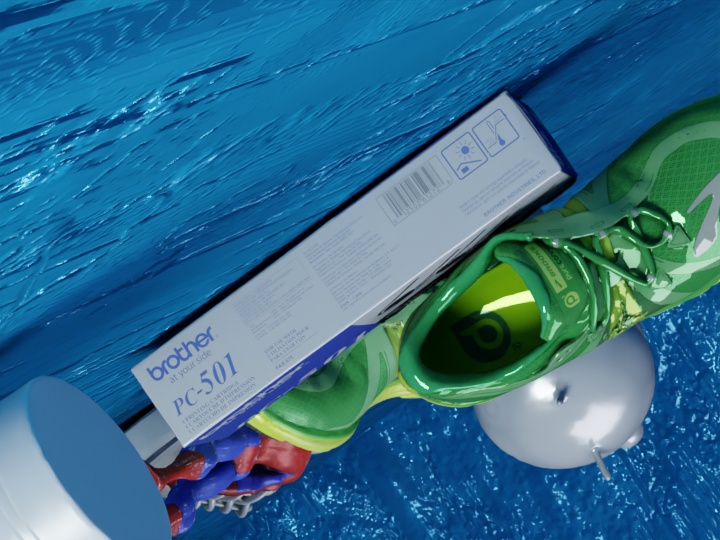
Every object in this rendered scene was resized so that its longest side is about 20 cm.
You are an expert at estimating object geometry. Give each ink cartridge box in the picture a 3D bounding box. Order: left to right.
[{"bbox_3d":[0.000,0.000,1.142,0.200,0.044,0.094,-36,174,7],"label":"ink cartridge box"}]

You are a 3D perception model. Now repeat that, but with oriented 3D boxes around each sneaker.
[{"bbox_3d":[-0.076,0.097,1.401,0.200,0.071,0.073,-27,172,-44],"label":"sneaker"},{"bbox_3d":[0.002,0.028,1.299,0.200,0.074,0.084,-21,135,-47],"label":"sneaker"},{"bbox_3d":[0.100,0.000,1.131,0.200,0.074,0.084,-37,177,14],"label":"sneaker"}]

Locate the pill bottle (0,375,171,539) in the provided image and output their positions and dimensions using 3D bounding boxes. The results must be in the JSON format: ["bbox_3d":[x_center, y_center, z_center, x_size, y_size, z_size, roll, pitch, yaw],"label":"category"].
[{"bbox_3d":[-0.162,0.121,0.876,0.200,0.104,0.104,-37,175,14],"label":"pill bottle"}]

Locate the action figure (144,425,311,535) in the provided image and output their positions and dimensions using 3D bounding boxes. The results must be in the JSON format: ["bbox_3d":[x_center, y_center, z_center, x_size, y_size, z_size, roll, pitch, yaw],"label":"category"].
[{"bbox_3d":[-0.069,0.090,1.325,0.200,0.052,0.066,-17,129,-58],"label":"action figure"}]

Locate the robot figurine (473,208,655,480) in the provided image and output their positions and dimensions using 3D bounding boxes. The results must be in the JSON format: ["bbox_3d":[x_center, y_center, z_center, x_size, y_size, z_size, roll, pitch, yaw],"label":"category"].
[{"bbox_3d":[0.115,0.043,1.618,0.113,0.169,0.200,-39,-147,17],"label":"robot figurine"}]

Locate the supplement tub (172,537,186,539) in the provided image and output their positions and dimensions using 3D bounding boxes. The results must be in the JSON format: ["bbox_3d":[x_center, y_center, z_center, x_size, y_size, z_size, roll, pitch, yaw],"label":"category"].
[{"bbox_3d":[-0.140,0.193,1.366,0.122,0.123,0.200,-32,-164,-28],"label":"supplement tub"}]
